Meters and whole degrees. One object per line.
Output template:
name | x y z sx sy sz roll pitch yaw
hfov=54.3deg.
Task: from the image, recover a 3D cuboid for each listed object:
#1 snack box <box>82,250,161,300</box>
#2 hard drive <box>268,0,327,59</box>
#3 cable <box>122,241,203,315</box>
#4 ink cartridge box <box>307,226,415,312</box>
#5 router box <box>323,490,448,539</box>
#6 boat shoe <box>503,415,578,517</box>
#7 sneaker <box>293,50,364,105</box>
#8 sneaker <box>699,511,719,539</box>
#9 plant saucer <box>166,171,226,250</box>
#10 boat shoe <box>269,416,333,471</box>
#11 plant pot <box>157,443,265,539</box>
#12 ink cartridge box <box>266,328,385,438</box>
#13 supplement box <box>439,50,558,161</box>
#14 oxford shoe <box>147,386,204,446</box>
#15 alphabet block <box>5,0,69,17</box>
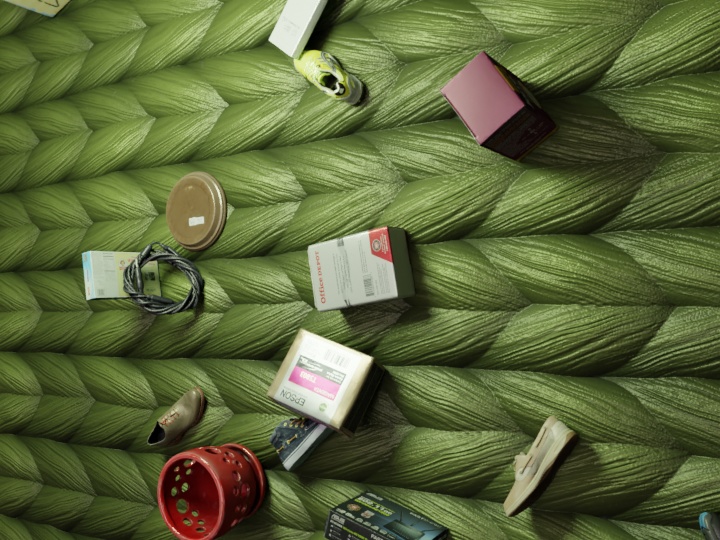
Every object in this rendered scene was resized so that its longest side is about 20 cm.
snack box | -0.595 0.013 1.761 0.037 0.200 0.117 -13 82 34
hard drive | -0.128 -0.583 1.563 0.200 0.026 0.132 -59 42 16
cable | -0.487 0.030 1.733 0.200 0.051 0.163 40 67 7
ink cartridge box | 0.000 0.000 1.463 0.200 0.084 0.145 -12 84 30
router box | 0.051 0.515 1.382 0.200 0.150 0.062 16 97 30
boat shoe | 0.314 0.357 1.274 0.065 0.072 0.200 39 107 35
sneaker | -0.078 -0.430 1.524 0.200 0.076 0.076 37 110 29
sneaker | 0.614 0.457 1.094 0.082 0.073 0.200 -38 75 8
plant saucer | -0.417 -0.149 1.756 0.200 0.029 0.201 -1 89 31
boat shoe | -0.126 0.348 1.540 0.091 0.071 0.200 50 115 19
plant pot | -0.327 0.497 1.597 0.200 0.182 0.201 -1 88 32
ink cartridge box | -0.073 0.233 1.476 0.200 0.075 0.165 17 72 30
supplement box | 0.250 -0.285 1.246 0.103 0.200 0.131 -40 71 25
oxford shoe | -0.457 0.370 1.742 0.070 0.075 0.200 44 110 25
alphabet block | -0.912 -0.874 1.980 0.200 0.195 0.197 -25 78 28
